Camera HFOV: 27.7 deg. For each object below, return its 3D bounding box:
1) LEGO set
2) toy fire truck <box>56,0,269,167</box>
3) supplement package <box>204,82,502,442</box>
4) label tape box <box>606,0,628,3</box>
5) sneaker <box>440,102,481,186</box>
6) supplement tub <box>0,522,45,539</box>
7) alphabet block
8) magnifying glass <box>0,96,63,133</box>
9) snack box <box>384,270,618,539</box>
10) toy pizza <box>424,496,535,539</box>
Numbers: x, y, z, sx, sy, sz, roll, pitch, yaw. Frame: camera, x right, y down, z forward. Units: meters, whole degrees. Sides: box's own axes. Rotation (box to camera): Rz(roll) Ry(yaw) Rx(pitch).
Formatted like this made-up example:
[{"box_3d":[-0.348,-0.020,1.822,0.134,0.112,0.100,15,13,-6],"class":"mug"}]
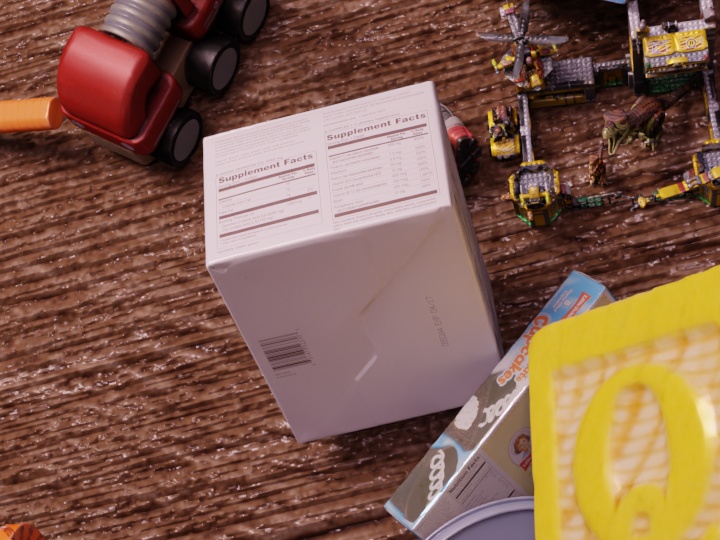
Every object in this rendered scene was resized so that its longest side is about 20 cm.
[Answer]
[{"box_3d":[0.179,-0.115,1.022,0.198,0.116,0.155,1,73,12],"class":"LEGO set"},{"box_3d":[-0.149,-0.185,1.069,0.128,0.200,0.177,24,79,18],"class":"toy fire truck"},{"box_3d":[0.000,0.000,0.962,0.154,0.201,0.112,-13,48,8],"class":"supplement package"},{"box_3d":[0.173,-0.266,1.073,0.143,0.064,0.200,17,36,28],"class":"label tape box"},{"box_3d":[-0.011,-0.057,1.077,0.199,0.078,0.082,-32,55,-3],"class":"sneaker"},{"box_3d":[-0.317,0.242,1.015,0.198,0.123,0.124,-14,71,8],"class":"supplement tub"},{"box_3d":[0.235,0.119,0.857,0.198,0.196,0.197,11,68,-30],"class":"alphabet block"},{"box_3d":[-0.317,-0.119,1.153,0.198,0.022,0.080,0,76,27],"class":"magnifying glass"},{"box_3d":[0.117,0.113,0.967,0.200,0.116,0.037,-50,38,-6],"class":"snack box"},{"box_3d":[0.103,0.241,0.940,0.198,0.032,0.202,-1,97,-9],"class":"toy pizza"}]
